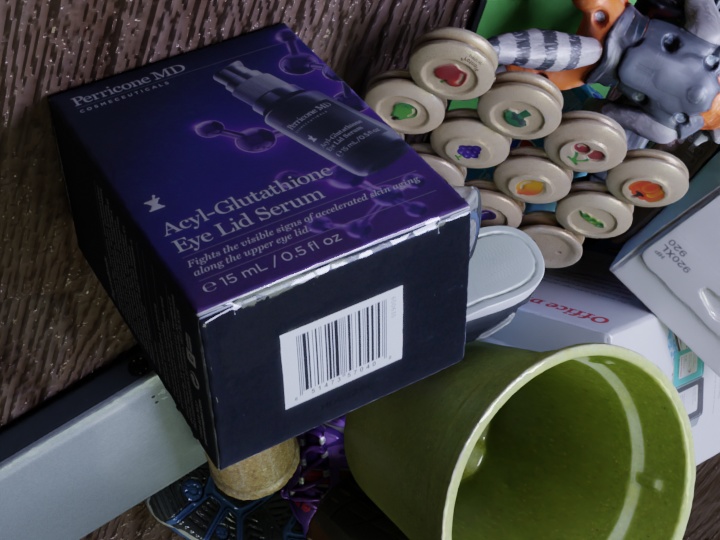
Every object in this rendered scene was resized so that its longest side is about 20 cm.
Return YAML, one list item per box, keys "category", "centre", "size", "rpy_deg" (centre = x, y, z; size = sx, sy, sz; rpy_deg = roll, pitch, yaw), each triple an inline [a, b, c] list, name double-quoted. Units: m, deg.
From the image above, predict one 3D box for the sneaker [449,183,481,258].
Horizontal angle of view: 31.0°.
- category: "sneaker"
  centre: [-0.009, 0.011, 0.760]
  size: [0.200, 0.086, 0.075]
  rpy_deg: [-46, 151, -35]

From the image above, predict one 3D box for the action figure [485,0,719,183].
- category: "action figure"
  centre: [0.149, -0.106, 0.788]
  size: [0.191, 0.105, 0.202]
  rpy_deg: [14, 116, -4]

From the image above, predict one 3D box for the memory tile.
- category: "memory tile"
  centre: [0.087, -0.067, 0.793]
  size: [0.198, 0.017, 0.153]
  rpy_deg: [26, 149, -23]

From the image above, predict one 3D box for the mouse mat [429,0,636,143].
- category: "mouse mat"
  centre: [0.131, -0.158, 0.861]
  size: [0.159, 0.008, 0.201]
  rpy_deg: [-15, 142, -30]

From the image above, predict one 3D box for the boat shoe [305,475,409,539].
- category: "boat shoe"
  centre: [0.016, 0.204, 0.980]
  size: [0.074, 0.076, 0.199]
  rpy_deg: [-54, 155, 13]

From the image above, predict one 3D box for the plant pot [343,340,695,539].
- category: "plant pot"
  centre: [0.086, 0.126, 0.863]
  size: [0.198, 0.184, 0.203]
  rpy_deg: [-7, 104, -30]

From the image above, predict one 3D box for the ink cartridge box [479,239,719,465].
- category: "ink cartridge box"
  centre: [0.189, 0.077, 1.013]
  size: [0.199, 0.146, 0.148]
  rpy_deg: [-16, 113, -42]

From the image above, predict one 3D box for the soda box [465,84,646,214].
- category: "soda box"
  centre: [0.103, -0.044, 0.920]
  size: [0.200, 0.064, 0.068]
  rpy_deg: [-46, 147, 19]

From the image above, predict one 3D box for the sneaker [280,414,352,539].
- category: "sneaker"
  centre: [-0.025, 0.146, 0.980]
  size: [0.084, 0.080, 0.201]
  rpy_deg: [-55, 151, -32]

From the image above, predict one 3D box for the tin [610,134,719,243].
- category: "tin"
  centre: [0.241, -0.105, 0.946]
  size: [0.200, 0.042, 0.112]
  rpy_deg: [-48, -175, 6]

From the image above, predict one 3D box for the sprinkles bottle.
- category: "sprinkles bottle"
  centre: [-0.089, 0.069, 0.850]
  size: [0.068, 0.068, 0.201]
  rpy_deg: [-27, 139, -13]

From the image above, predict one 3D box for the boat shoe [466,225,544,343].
- category: "boat shoe"
  centre: [0.023, 0.029, 0.821]
  size: [0.197, 0.076, 0.061]
  rpy_deg: [-10, 151, -16]

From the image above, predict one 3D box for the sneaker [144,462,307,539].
- category: "sneaker"
  centre: [-0.099, 0.202, 1.045]
  size: [0.077, 0.077, 0.199]
  rpy_deg: [-20, 146, 39]

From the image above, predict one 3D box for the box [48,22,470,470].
- category: "box"
  centre: [-0.055, -0.022, 0.669]
  size: [0.147, 0.200, 0.105]
  rpy_deg: [-22, 136, -22]

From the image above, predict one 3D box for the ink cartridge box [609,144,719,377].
- category: "ink cartridge box"
  centre: [0.305, -0.039, 0.922]
  size: [0.200, 0.147, 0.145]
  rpy_deg: [-50, -178, -38]

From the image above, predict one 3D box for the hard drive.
- category: "hard drive"
  centre: [-0.203, 0.140, 0.906]
  size: [0.199, 0.033, 0.140]
  rpy_deg: [-31, 148, -8]
